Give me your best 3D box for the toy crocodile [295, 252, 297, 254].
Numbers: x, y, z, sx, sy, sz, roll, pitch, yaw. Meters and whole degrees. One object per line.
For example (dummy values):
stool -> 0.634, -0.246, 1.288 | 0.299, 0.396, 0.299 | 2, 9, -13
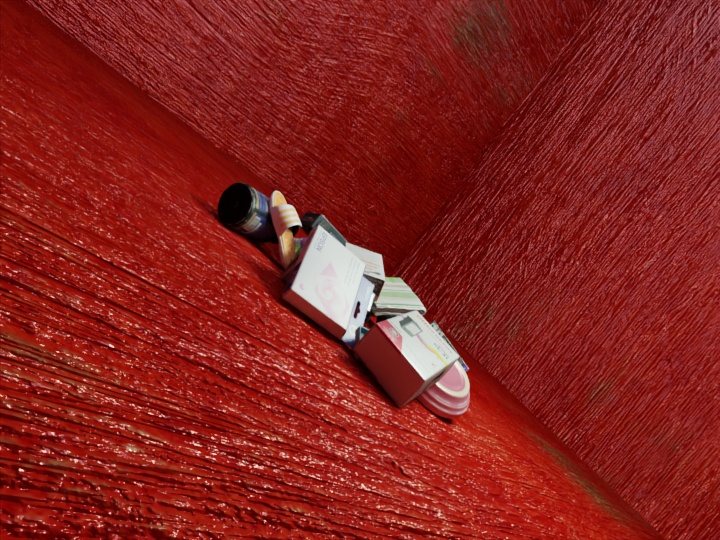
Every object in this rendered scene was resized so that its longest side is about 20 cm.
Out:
toy crocodile -> -0.130, 0.012, 1.351 | 0.199, 0.062, 0.068 | 39, -14, 30

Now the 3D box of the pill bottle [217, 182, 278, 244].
pill bottle -> -0.263, -0.137, 1.333 | 0.112, 0.112, 0.200 | 41, 4, 28

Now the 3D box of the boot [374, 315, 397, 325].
boot -> 0.080, 0.165, 1.441 | 0.199, 0.077, 0.168 | 32, 4, -33

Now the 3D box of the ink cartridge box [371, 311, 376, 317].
ink cartridge box -> 0.012, 0.079, 1.576 | 0.198, 0.044, 0.197 | 8, -31, 45

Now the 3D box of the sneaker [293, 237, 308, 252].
sneaker -> -0.166, -0.044, 1.489 | 0.112, 0.074, 0.201 | 1, -24, 0

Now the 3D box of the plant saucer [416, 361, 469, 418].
plant saucer -> 0.181, 0.243, 1.213 | 0.198, 0.051, 0.202 | 29, 30, -18

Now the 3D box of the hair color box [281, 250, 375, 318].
hair color box -> -0.073, 0.037, 1.204 | 0.199, 0.099, 0.061 | 38, 45, -17

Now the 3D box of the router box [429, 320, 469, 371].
router box -> 0.224, 0.241, 1.475 | 0.158, 0.052, 0.200 | 54, -10, 15

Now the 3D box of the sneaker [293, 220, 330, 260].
sneaker -> -0.109, -0.049, 1.319 | 0.078, 0.076, 0.201 | 29, 44, -3

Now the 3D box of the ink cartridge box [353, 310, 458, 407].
ink cartridge box -> 0.098, 0.171, 1.063 | 0.148, 0.086, 0.199 | 47, 25, 18

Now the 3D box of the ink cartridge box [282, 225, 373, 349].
ink cartridge box -> -0.051, 0.034, 1.103 | 0.199, 0.043, 0.198 | 37, 42, -19

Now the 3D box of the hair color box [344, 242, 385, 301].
hair color box -> 0.000, 0.000, 1.344 | 0.109, 0.065, 0.200 | 19, 17, -7

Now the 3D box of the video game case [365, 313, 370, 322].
video game case -> -0.044, 0.058, 1.438 | 0.180, 0.026, 0.200 | 44, -9, 13

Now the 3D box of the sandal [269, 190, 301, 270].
sandal -> -0.174, -0.099, 1.310 | 0.079, 0.058, 0.211 | -18, 97, -68

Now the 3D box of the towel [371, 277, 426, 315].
towel -> 0.073, 0.065, 1.364 | 0.146, 0.031, 0.200 | 6, 20, -18

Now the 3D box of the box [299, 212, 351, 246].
box -> -0.086, -0.080, 1.510 | 0.200, 0.051, 0.157 | 47, -12, -21

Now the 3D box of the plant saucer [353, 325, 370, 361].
plant saucer -> 0.037, 0.175, 1.128 | 0.019, 0.071, 0.199 | -7, -21, 28
